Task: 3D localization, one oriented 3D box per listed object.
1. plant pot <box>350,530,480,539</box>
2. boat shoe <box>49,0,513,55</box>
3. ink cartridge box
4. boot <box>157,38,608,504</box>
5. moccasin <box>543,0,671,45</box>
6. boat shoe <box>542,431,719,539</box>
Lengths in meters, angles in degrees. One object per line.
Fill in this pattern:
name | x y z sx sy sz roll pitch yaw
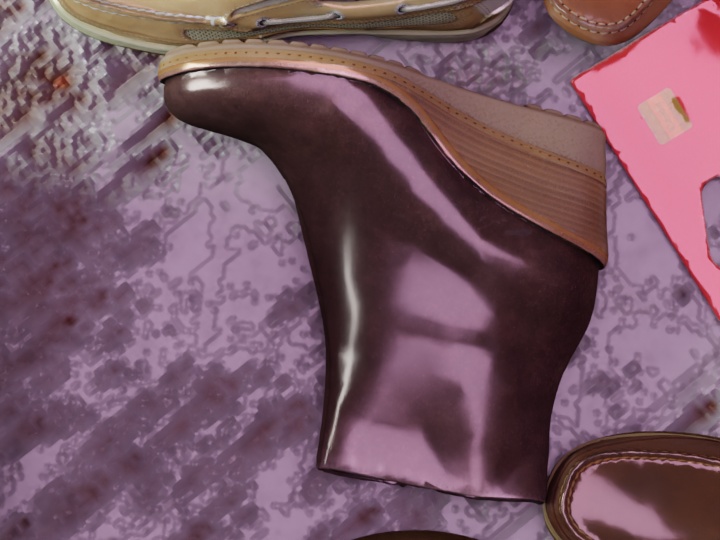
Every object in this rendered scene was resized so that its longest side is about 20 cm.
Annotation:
plant pot | 0.028 0.193 1.120 0.186 0.200 0.187 0 84 -3
boat shoe | -0.032 -0.130 1.207 0.200 0.076 0.072 -3 85 -2
ink cartridge box | 0.215 -0.046 1.225 0.176 0.045 0.200 -32 87 -5
boot | 0.000 0.000 1.198 0.200 0.072 0.167 14 83 -4
moccasin | 0.138 -0.186 1.215 0.074 0.078 0.201 35 85 5
boat shoe | 0.175 0.112 1.197 0.200 0.068 0.072 16 85 0
